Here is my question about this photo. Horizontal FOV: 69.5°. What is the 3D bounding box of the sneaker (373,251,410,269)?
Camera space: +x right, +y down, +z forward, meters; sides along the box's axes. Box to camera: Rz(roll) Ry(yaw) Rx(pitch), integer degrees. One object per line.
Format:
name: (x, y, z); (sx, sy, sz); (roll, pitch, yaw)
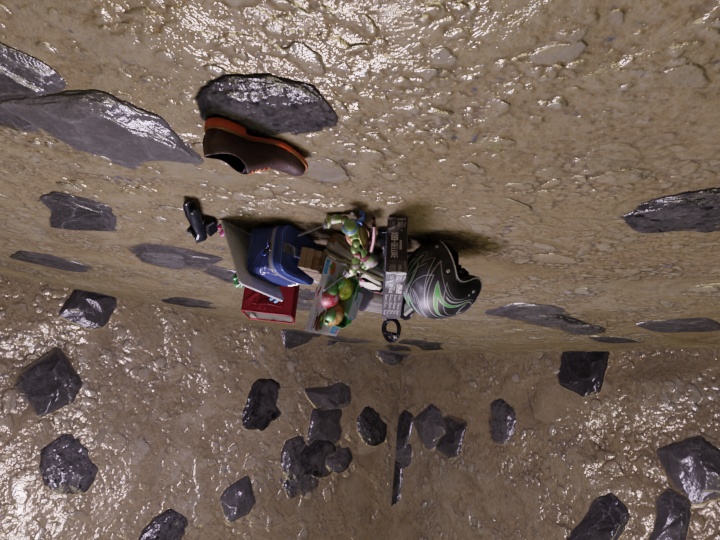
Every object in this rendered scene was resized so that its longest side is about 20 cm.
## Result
sneaker: (0.074, -0.018, 1.488); (0.197, 0.077, 0.092); (-3, 158, 29)

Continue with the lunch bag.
lunch bag: (-0.201, -0.040, 1.384); (0.130, 0.138, 0.200); (-4, 165, 24)

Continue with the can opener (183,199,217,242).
can opener: (-0.421, -0.130, 1.328); (0.063, 0.079, 0.200); (44, 165, 10)

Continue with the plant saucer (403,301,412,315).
plant saucer: (0.204, 0.064, 1.645); (0.050, 0.199, 0.200); (50, 173, 8)

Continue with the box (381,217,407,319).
box: (0.081, -0.003, 1.248); (0.049, 0.160, 0.201); (3, 144, 1)

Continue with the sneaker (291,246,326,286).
sneaker: (-0.157, -0.019, 1.523); (0.197, 0.067, 0.091); (-19, 129, 10)

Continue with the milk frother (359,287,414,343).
milk frother: (0.076, 0.148, 1.864); (0.186, 0.203, 0.180); (13, 168, -22)

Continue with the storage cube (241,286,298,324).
storage cube: (-0.299, 0.073, 1.775); (0.168, 0.183, 0.200); (7, 165, -1)

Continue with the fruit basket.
fruit basket: (-0.066, 0.074, 1.326); (0.092, 0.188, 0.200); (15, 175, 18)

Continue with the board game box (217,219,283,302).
board game box: (-0.299, -0.019, 1.411); (0.026, 0.202, 0.200); (-30, 154, 14)

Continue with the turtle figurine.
turtle figurine: (-0.041, -0.058, 1.253); (0.143, 0.201, 0.194); (37, -177, 23)

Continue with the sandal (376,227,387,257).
sandal: (0.090, -0.045, 1.361); (0.075, 0.043, 0.201); (0, 148, 16)

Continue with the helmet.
helmet: (0.197, 0.025, 1.349); (0.189, 0.203, 0.199); (14, 164, -33)

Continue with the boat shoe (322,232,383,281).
boat shoe: (0.002, -0.033, 1.378); (0.198, 0.069, 0.075); (26, 178, -14)

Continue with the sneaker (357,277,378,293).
sneaker: (0.059, 0.038, 1.628); (0.095, 0.079, 0.200); (39, 167, -15)

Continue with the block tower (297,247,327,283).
block tower: (-0.104, -0.003, 1.396); (0.053, 0.059, 0.200); (10, 168, 18)

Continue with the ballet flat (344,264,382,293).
ballet flat: (0.000, 0.000, 1.454); (0.198, 0.069, 0.068); (29, 139, 12)

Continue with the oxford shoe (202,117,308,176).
oxford shoe: (-0.184, -0.196, 0.916); (0.198, 0.074, 0.071); (15, 162, -31)

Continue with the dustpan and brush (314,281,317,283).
dustpan and brush: (-0.127, -0.012, 1.608); (0.138, 0.058, 0.201); (-2, 133, 24)
